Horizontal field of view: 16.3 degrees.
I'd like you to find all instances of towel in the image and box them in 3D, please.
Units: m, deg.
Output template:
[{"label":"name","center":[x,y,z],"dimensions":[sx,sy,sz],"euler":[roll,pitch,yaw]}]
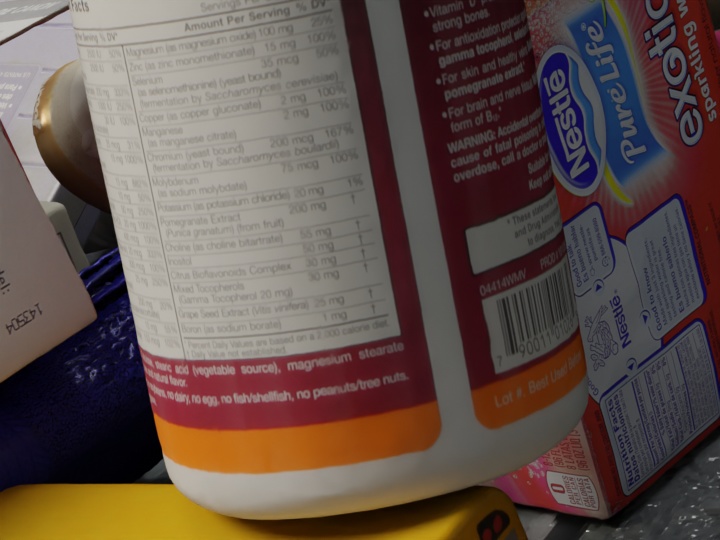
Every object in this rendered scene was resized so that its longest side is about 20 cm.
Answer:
[{"label":"towel","center":[-0.125,0.067,0.746],"dimensions":[0.200,0.050,0.148],"euler":[-35,-8,-36]}]

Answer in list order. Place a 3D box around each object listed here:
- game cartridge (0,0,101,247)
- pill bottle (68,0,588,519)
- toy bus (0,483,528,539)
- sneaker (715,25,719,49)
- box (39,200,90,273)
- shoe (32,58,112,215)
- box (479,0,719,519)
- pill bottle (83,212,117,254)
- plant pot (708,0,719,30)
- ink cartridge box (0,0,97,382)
[{"label":"game cartridge","center":[-0.159,-0.068,0.975],"dimensions":[0.199,0.038,0.130],"euler":[5,64,38]},{"label":"pill bottle","center":[-0.013,-0.050,0.606],"dimensions":[0.109,0.201,0.110],"euler":[-10,10,2]},{"label":"toy bus","center":[-0.015,0.097,0.618],"dimensions":[0.199,0.079,0.065],"euler":[-3,26,36]},{"label":"sneaker","center":[0.128,-0.066,0.901],"dimensions":[0.199,0.084,0.120],"euler":[-32,33,-26]},{"label":"box","center":[-0.176,0.061,0.831],"dimensions":[0.077,0.095,0.200],"euler":[5,30,47]},{"label":"shoe","center":[-0.006,-0.023,0.792],"dimensions":[0.053,0.199,0.070],"euler":[-36,44,45]},{"label":"box","center":[0.044,-0.041,0.735],"dimensions":[0.095,0.201,0.100],"euler":[6,32,46]},{"label":"pill bottle","center":[-0.042,-0.073,1.009],"dimensions":[0.199,0.116,0.116],"euler":[-14,22,14]},{"label":"plant pot","center":[0.130,-0.163,0.989],"dimensions":[0.174,0.201,0.200],"euler":[-26,19,11]},{"label":"ink cartridge box","center":[-0.172,-0.003,0.720],"dimensions":[0.175,0.084,0.199],"euler":[-34,21,-30]}]
